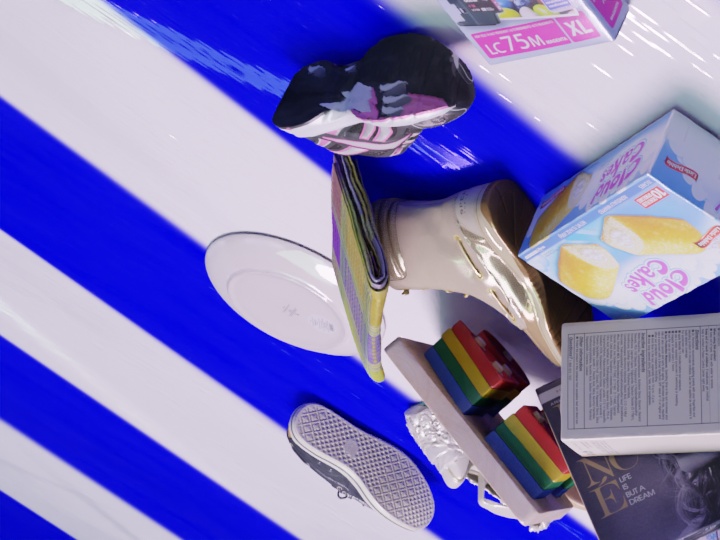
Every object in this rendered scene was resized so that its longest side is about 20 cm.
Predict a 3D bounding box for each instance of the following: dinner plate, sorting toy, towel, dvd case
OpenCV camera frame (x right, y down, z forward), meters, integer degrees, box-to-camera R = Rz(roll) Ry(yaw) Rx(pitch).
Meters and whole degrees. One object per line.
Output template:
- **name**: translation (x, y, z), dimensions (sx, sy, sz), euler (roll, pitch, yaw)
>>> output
- **dinner plate**: translation (-0.070, 0.033, 1.875), dimensions (0.198, 0.024, 0.201), euler (19, 151, 11)
- **sorting toy**: translation (0.130, 0.131, 1.708), dimensions (0.199, 0.070, 0.200), euler (51, -171, 14)
- **towel**: translation (0.000, 0.000, 1.661), dimensions (0.023, 0.145, 0.201), euler (-13, 151, -8)
- **dvd case**: translation (0.246, 0.145, 1.573), dimensions (0.148, 0.201, 0.016), euler (-25, 137, 5)

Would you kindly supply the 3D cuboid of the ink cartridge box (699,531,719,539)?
- **ink cartridge box**: translation (0.385, 0.328, 1.871), dimensions (0.199, 0.145, 0.147), euler (-2, 142, 42)

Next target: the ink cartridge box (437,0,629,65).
- **ink cartridge box**: translation (0.087, -0.229, 1.303), dimensions (0.119, 0.042, 0.200), euler (-6, 137, 43)

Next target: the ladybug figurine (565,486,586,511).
- **ladybug figurine**: translation (0.248, 0.180, 1.812), dimensions (0.136, 0.072, 0.199), euler (42, 148, -26)

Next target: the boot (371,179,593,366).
- **boot**: translation (0.105, 0.009, 1.636), dimensions (0.154, 0.073, 0.200), euler (-5, 133, 41)

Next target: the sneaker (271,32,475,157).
- **sneaker**: translation (0.025, -0.132, 1.491), dimensions (0.086, 0.081, 0.199), euler (32, 161, -36)

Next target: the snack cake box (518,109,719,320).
- **snack cake box**: translation (0.228, -0.037, 1.475), dimensions (0.115, 0.068, 0.200), euler (33, 151, -12)

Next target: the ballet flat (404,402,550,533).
- **ballet flat**: translation (0.129, 0.212, 1.969), dimensions (0.199, 0.072, 0.072), euler (30, 151, -7)

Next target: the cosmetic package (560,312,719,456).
- **cosmetic package**: translation (0.267, 0.093, 1.526), dimensions (0.198, 0.105, 0.073), euler (-3, 163, 21)

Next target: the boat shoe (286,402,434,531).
- **boat shoe**: translation (-0.001, 0.220, 2.081), dimensions (0.199, 0.075, 0.062), euler (36, 155, -9)
